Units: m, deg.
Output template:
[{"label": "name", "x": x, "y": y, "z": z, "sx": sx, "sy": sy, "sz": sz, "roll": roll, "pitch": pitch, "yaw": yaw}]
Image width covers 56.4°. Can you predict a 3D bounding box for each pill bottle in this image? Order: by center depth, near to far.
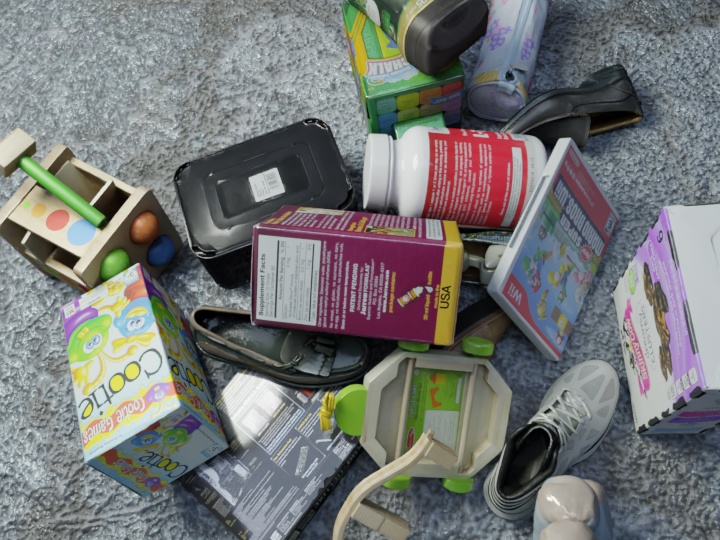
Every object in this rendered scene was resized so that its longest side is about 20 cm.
[{"label": "pill bottle", "x": 0.104, "y": -0.106, "z": 0.775, "sx": 0.197, "sy": 0.112, "sz": 0.114, "roll": 4, "pitch": 66, "yaw": -6}]

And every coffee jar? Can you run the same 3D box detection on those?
[{"label": "coffee jar", "x": 0.051, "y": -0.319, "z": 0.771, "sx": 0.104, "sy": 0.085, "sz": 0.200, "roll": -37, "pitch": 69, "yaw": -8}]

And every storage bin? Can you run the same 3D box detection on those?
[{"label": "storage bin", "x": -0.110, "y": -0.081, "z": 0.816, "sx": 0.198, "sy": 0.094, "sz": 0.136, "roll": -20, "pitch": 66, "yaw": -2}]

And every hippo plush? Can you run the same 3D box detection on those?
[{"label": "hippo plush", "x": 0.150, "y": 0.277, "z": 0.616, "sx": 0.159, "sy": 0.200, "sz": 0.161, "roll": -13, "pitch": 56, "yaw": 26}]

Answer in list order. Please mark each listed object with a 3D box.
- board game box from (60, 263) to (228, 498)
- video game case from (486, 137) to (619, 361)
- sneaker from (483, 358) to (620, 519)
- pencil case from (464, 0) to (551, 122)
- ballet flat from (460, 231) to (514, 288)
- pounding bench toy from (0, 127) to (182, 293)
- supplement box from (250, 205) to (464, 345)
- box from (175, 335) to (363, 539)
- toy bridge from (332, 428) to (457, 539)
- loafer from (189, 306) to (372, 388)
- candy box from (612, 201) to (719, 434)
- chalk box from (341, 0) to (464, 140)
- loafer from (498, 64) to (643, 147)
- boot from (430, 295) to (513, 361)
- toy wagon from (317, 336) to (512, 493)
[{"label": "board game box", "x": -0.230, "y": 0.111, "z": 0.706, "sx": 0.102, "sy": 0.105, "sz": 0.201, "roll": -30, "pitch": 51, "yaw": -2}, {"label": "video game case", "x": 0.219, "y": -0.022, "z": 0.741, "sx": 0.017, "sy": 0.143, "sz": 0.201, "roll": 7, "pitch": 61, "yaw": 49}, {"label": "sneaker", "x": 0.202, "y": 0.160, "z": 0.666, "sx": 0.075, "sy": 0.116, "sz": 0.201, "roll": 38, "pitch": 75, "yaw": 20}, {"label": "pencil case", "x": 0.196, "y": -0.295, "z": 0.879, "sx": 0.082, "sy": 0.091, "sz": 0.202, "roll": 13, "pitch": 68, "yaw": 11}, {"label": "ballet flat", "x": 0.125, "y": -0.007, "z": 0.768, "sx": 0.197, "sy": 0.074, "sz": 0.075, "roll": 3, "pitch": 66, "yaw": 14}, {"label": "pounding bench toy", "x": -0.314, "y": -0.057, "z": 0.765, "sx": 0.155, "sy": 0.201, "sz": 0.125, "roll": 25, "pitch": 68, "yaw": 17}, {"label": "supplement box", "x": 0.000, "y": 0.000, "z": 0.684, "sx": 0.197, "sy": 0.131, "sz": 0.105, "roll": 6, "pitch": 105, "yaw": 5}, {"label": "box", "x": -0.090, "y": 0.182, "z": 0.723, "sx": 0.157, "sy": 0.050, "sz": 0.201, "roll": 34, "pitch": 74, "yaw": 19}, {"label": "toy bridge", "x": 0.017, "y": 0.240, "z": 0.653, "sx": 0.067, "sy": 0.027, "sz": 0.201, "roll": 31, "pitch": 92, "yaw": -12}, {"label": "loafer", "x": -0.087, "y": 0.077, "z": 0.708, "sx": 0.197, "sy": 0.063, "sz": 0.073, "roll": 8, "pitch": 65, "yaw": 9}, {"label": "candy box", "x": 0.315, "y": 0.057, "z": 0.653, "sx": 0.071, "sy": 0.200, "sz": 0.170, "roll": -3, "pitch": 66, "yaw": 5}, {"label": "chalk box", "x": 0.059, "y": -0.236, "z": 0.849, "sx": 0.123, "sy": 0.124, "sz": 0.202, "roll": -14, "pitch": 66, "yaw": 0}, {"label": "loafer", "x": 0.261, "y": -0.186, "z": 0.837, "sx": 0.198, "sy": 0.073, "sz": 0.073, "roll": -27, "pitch": 71, "yaw": -5}, {"label": "boot", "x": 0.121, "y": 0.091, "z": 0.744, "sx": 0.199, "sy": 0.074, "sz": 0.076, "roll": -37, "pitch": 95, "yaw": -13}, {"label": "toy wagon", "x": 0.054, "y": 0.141, "z": 0.679, "sx": 0.197, "sy": 0.040, "sz": 0.157, "roll": 6, "pitch": 97, "yaw": -11}]
